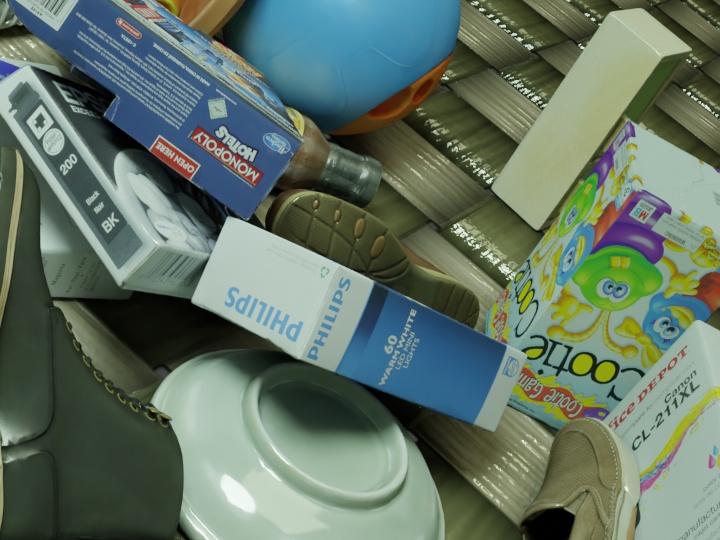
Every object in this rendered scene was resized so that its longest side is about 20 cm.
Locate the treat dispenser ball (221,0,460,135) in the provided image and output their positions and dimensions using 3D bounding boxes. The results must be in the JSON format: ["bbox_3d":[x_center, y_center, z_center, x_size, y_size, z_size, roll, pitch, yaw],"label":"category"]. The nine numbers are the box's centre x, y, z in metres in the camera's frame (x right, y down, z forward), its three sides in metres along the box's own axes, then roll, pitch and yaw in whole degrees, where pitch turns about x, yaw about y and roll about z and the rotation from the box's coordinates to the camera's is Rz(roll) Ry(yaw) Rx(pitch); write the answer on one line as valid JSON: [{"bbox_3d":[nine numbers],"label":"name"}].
[{"bbox_3d":[-0.016,-0.214,1.084,0.200,0.201,0.202,23,32,-16],"label":"treat dispenser ball"}]

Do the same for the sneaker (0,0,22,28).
[{"bbox_3d":[-0.265,-0.219,0.994,0.081,0.075,0.200,37,30,-11],"label":"sneaker"}]

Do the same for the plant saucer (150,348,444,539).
[{"bbox_3d":[-0.028,0.109,0.771,0.199,0.050,0.201,24,32,-16],"label":"plant saucer"}]

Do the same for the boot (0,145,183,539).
[{"bbox_3d":[-0.150,0.048,0.665,0.138,0.077,0.202,11,80,-40],"label":"boot"}]

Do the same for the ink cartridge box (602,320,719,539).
[{"bbox_3d":[0.218,0.153,0.839,0.082,0.146,0.201,27,31,-14],"label":"ink cartridge box"}]

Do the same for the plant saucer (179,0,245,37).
[{"bbox_3d":[-0.124,-0.246,1.039,0.032,0.200,0.201,33,27,-33],"label":"plant saucer"}]

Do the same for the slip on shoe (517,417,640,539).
[{"bbox_3d":[0.131,0.162,0.825,0.060,0.076,0.201,31,38,-16],"label":"slip on shoe"}]

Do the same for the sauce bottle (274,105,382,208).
[{"bbox_3d":[-0.078,-0.102,1.005,0.199,0.065,0.065,20,33,-21],"label":"sauce bottle"}]

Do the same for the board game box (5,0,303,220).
[{"bbox_3d":[-0.127,-0.128,0.837,0.199,0.062,0.200,36,9,-6],"label":"board game box"}]

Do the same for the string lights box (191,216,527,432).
[{"bbox_3d":[0.004,0.037,0.801,0.102,0.059,0.199,24,-1,42],"label":"string lights box"}]

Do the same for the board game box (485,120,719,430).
[{"bbox_3d":[0.183,0.013,0.951,0.102,0.201,0.105,26,32,-10],"label":"board game box"}]

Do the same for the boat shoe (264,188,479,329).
[{"bbox_3d":[0.001,0.000,0.912,0.200,0.072,0.067,32,2,-41],"label":"boat shoe"}]

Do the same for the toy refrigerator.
[{"bbox_3d":[0.210,-0.134,1.182,0.070,0.201,0.076,44,32,18],"label":"toy refrigerator"}]

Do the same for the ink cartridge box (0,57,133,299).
[{"bbox_3d":[-0.246,-0.067,0.823,0.173,0.044,0.201,4,42,-41],"label":"ink cartridge box"}]

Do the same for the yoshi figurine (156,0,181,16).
[{"bbox_3d":[-0.183,-0.260,1.012,0.113,0.111,0.201,50,21,-38],"label":"yoshi figurine"}]

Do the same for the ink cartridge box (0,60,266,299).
[{"bbox_3d":[-0.144,-0.066,0.833,0.200,0.043,0.198,51,13,18],"label":"ink cartridge box"}]
